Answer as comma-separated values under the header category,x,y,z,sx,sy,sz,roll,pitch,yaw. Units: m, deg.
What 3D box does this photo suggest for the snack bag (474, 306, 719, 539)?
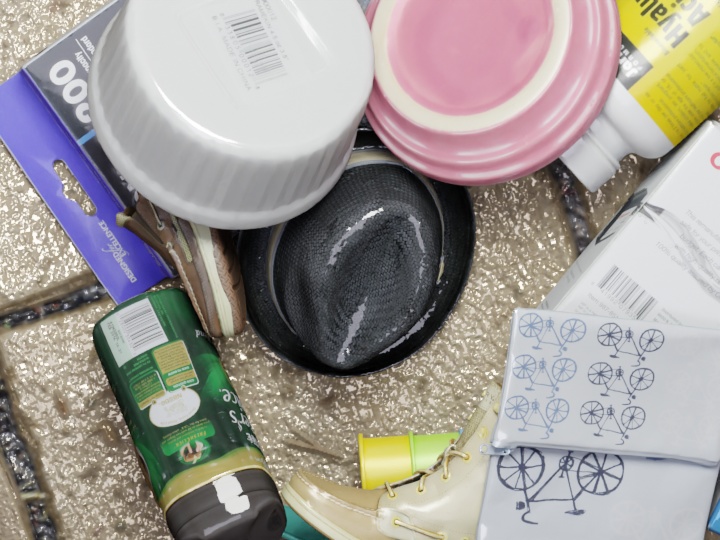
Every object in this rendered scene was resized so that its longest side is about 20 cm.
category,x,y,z,sx,sy,sz,roll,pitch,yaw
snack bag,0.178,0.129,1.481,0.187,0.021,0.202,7,104,-16

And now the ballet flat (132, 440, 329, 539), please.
category,x,y,z,sx,sy,sz,roll,pitch,yaw
ballet flat,-0.100,0.196,1.591,0.199,0.068,0.073,28,118,-6

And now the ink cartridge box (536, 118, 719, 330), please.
category,x,y,z,sx,sy,sz,roll,pitch,yaw
ink cartridge box,0.248,0.007,1.532,0.145,0.084,0.200,39,98,-4

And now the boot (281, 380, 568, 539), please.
category,x,y,z,sx,sy,sz,roll,pitch,yaw
boot,0.057,0.147,1.507,0.199,0.073,0.156,24,99,-9

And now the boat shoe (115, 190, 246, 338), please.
category,x,y,z,sx,sy,sz,roll,pitch,yaw
boat shoe,-0.142,-0.043,1.506,0.074,0.075,0.204,-17,88,5

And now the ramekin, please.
category,x,y,z,sx,sy,sz,roll,pitch,yaw
ramekin,-0.086,-0.139,1.435,0.199,0.098,0.202,7,65,-15

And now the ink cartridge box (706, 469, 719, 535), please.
category,x,y,z,sx,sy,sz,roll,pitch,yaw
ink cartridge box,0.377,0.162,1.551,0.199,0.084,0.145,25,99,-1

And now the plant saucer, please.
category,x,y,z,sx,sy,sz,roll,pitch,yaw
plant saucer,0.084,-0.163,1.463,0.199,0.051,0.202,-6,73,21

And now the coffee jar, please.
category,x,y,z,sx,sy,sz,roll,pitch,yaw
coffee jar,-0.124,0.120,1.511,0.085,0.104,0.201,-24,65,-4

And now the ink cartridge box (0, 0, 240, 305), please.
category,x,y,z,sx,sy,sz,roll,pitch,yaw
ink cartridge box,-0.161,-0.101,1.551,0.199,0.043,0.199,-35,97,7

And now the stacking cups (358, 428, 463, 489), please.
category,x,y,z,sx,sy,sz,roll,pitch,yaw
stacking cups,0.098,0.148,1.578,0.198,0.061,0.061,-4,99,-2

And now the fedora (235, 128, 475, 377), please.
category,x,y,z,sx,sy,sz,roll,pitch,yaw
fedora,0.000,0.000,1.515,0.199,0.092,0.202,-2,111,-6

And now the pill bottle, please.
category,x,y,z,sx,sy,sz,roll,pitch,yaw
pill bottle,0.217,-0.153,1.495,0.200,0.111,0.111,-43,95,7

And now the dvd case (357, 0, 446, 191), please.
category,x,y,z,sx,sy,sz,roll,pitch,yaw
dvd case,0.027,-0.178,1.543,0.200,0.022,0.146,39,98,-5
